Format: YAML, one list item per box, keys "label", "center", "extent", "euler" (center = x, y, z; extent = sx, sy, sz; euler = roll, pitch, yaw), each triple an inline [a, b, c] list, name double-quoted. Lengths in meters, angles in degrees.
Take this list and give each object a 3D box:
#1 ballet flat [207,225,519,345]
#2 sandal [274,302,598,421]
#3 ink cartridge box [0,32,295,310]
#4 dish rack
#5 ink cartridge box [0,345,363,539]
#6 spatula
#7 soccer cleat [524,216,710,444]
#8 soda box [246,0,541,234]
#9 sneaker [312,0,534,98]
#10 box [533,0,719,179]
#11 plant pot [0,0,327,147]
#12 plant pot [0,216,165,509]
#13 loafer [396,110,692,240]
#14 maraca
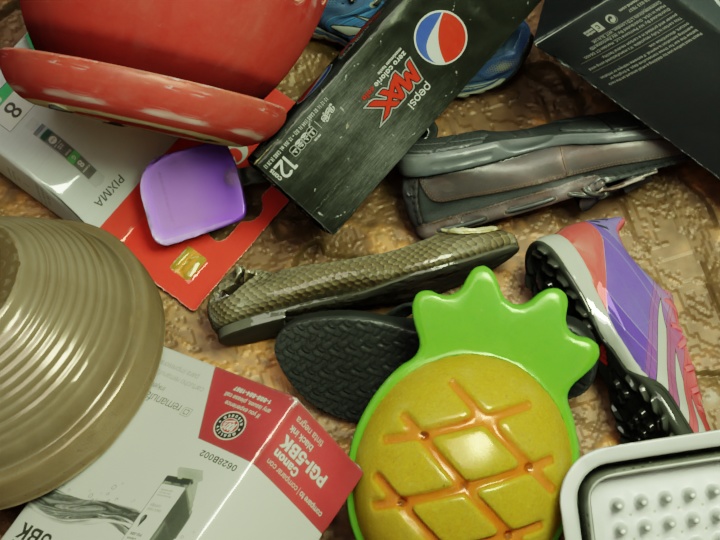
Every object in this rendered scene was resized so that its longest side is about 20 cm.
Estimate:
- label: "ballet flat"
  center: [0.000, 0.000, 1.438]
  extent: [0.200, 0.067, 0.046]
  euler: [-16, 74, 2]
- label: "sandal"
  center: [0.048, 0.052, 1.418]
  extent: [0.199, 0.075, 0.045]
  euler: [-1, 29, 8]
- label: "ink cartridge box"
  center: [-0.137, -0.094, 1.486]
  extent: [0.200, 0.050, 0.161]
  euler: [35, 73, 16]
- label: "dish rack"
  center: [0.208, 0.193, 1.342]
  extent: [0.171, 0.044, 0.201]
  euler: [-8, 91, -1]
- label: "ink cartridge box"
  center: [-0.118, 0.156, 1.334]
  extent: [0.147, 0.083, 0.200]
  euler: [17, 65, 45]
- label: "spatula"
  center: [-0.043, -0.068, 1.477]
  extent: [0.200, 0.021, 0.057]
  euler: [-16, 86, -16]
- label: "soccer cleat"
  center: [0.180, 0.054, 1.415]
  extent: [0.073, 0.068, 0.200]
  euler: [-24, 71, -24]
- label: "soda box"
  center: [0.020, -0.119, 1.433]
  extent: [0.071, 0.063, 0.200]
  euler: [42, 90, -11]
- label: "sneaker"
  center: [0.016, -0.174, 1.491]
  extent: [0.200, 0.089, 0.079]
  euler: [18, 71, 7]
- label: "box"
  center: [0.223, -0.184, 1.419]
  extent: [0.182, 0.104, 0.200]
  euler: [33, 53, -24]
- label: "plant pot"
  center: [-0.114, -0.175, 1.389]
  extent: [0.200, 0.200, 0.183]
  euler: [11, 91, 5]
- label: "plant pot"
  center: [-0.226, 0.037, 1.370]
  extent: [0.200, 0.093, 0.201]
  euler: [-14, 50, 17]
- label: "loafer"
  center: [0.124, -0.062, 1.467]
  extent: [0.199, 0.072, 0.063]
  euler: [-7, 104, 1]
- label: "maraca"
  center: [0.067, 0.100, 1.360]
  extent: [0.137, 0.107, 0.200]
  euler: [16, 93, -4]
